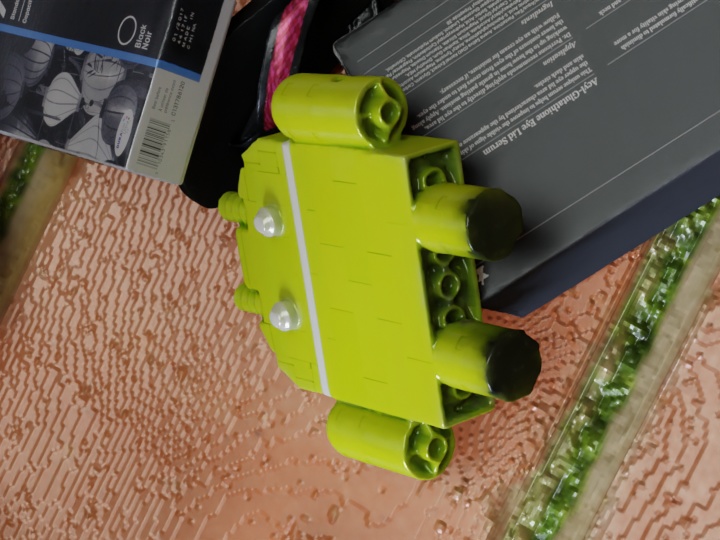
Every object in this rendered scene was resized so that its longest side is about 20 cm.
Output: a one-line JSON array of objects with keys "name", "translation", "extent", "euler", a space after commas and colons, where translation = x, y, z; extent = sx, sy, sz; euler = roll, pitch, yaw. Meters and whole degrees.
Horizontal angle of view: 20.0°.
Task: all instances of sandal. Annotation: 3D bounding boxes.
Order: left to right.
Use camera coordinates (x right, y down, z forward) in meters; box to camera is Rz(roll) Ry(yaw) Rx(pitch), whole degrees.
[{"name": "sandal", "translation": [-0.020, -0.109, 0.963], "extent": [0.200, 0.075, 0.045], "euler": [-51, 53, 8]}]

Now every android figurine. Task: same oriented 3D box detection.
[{"name": "android figurine", "translation": [0.000, 0.000, 0.914], "extent": [0.200, 0.041, 0.183], "euler": [12, 116, 51]}]

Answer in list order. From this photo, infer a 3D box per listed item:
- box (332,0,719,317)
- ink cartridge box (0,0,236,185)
[{"name": "box", "translation": [0.111, -0.090, 0.908], "extent": [0.200, 0.079, 0.141], "euler": [-32, 72, 16]}, {"name": "ink cartridge box", "translation": [-0.143, -0.108, 0.993], "extent": [0.200, 0.039, 0.100], "euler": [16, 91, 48]}]
